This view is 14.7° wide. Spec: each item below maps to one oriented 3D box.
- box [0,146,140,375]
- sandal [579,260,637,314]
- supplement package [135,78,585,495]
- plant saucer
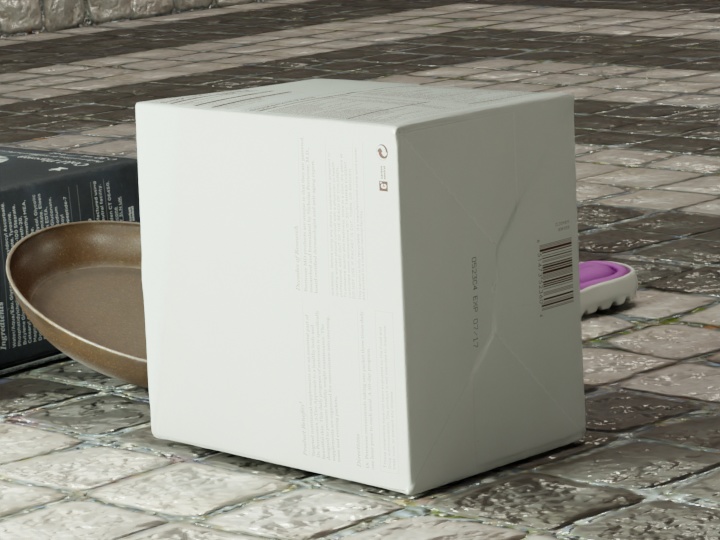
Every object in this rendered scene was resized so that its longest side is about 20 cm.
[{"bbox_3d":[-0.274,-0.006,1.815,0.199,0.125,0.196,7,16,41],"label":"box"},{"bbox_3d":[0.101,0.009,1.820,0.082,0.050,0.202,6,14,41],"label":"sandal"},{"bbox_3d":[0.000,0.000,1.514,0.199,0.193,0.147,8,15,44],"label":"supplement package"},{"bbox_3d":[-0.120,0.026,1.707,0.199,0.032,0.200,11,23,-5],"label":"plant saucer"}]
